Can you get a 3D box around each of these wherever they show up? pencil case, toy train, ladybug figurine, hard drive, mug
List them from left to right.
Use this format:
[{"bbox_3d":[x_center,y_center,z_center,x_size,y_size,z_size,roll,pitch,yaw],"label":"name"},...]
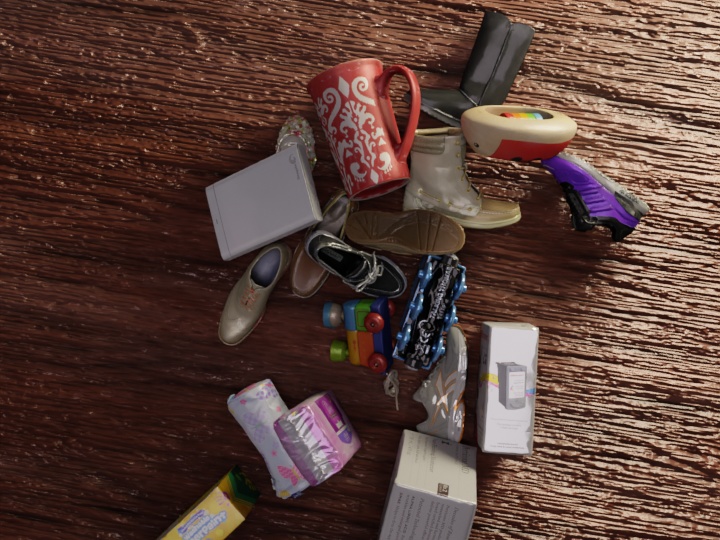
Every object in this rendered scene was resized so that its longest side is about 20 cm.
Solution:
[{"bbox_3d":[-0.163,-0.111,1.587,0.199,0.027,0.133,-21,78,28],"label":"hard drive"},{"bbox_3d":[-0.144,0.283,1.612,0.090,0.083,0.201,-30,89,24],"label":"pencil case"},{"bbox_3d":[0.001,0.144,1.612,0.115,0.085,0.202,1,108,19],"label":"toy train"},{"bbox_3d":[0.012,-0.231,1.544,0.133,0.177,0.202,-13,83,-31],"label":"mug"},{"bbox_3d":[0.114,0.066,1.579,0.086,0.114,0.201,19,92,-5],"label":"toy train"},{"bbox_3d":[0.254,-0.218,1.531,0.198,0.136,0.073,0,113,-14],"label":"ladybug figurine"}]

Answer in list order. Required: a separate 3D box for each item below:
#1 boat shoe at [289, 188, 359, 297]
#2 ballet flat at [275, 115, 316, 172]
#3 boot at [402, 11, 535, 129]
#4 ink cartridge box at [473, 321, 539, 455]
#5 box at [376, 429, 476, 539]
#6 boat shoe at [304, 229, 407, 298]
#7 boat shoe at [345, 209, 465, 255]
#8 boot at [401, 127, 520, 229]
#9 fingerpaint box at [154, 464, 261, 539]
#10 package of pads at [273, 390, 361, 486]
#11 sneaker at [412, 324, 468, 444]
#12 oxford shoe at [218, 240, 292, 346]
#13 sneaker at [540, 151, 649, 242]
[{"bbox_3d":[-0.068,-0.048,1.611,0.072,0.068,0.201,24,92,3],"label":"boat shoe"},{"bbox_3d":[-0.116,-0.165,1.615,0.075,0.064,0.202,6,90,4],"label":"ballet flat"},{"bbox_3d":[0.181,-0.338,1.591,0.164,0.066,0.201,23,98,-10],"label":"boot"},{"bbox_3d":[0.236,0.188,1.557,0.085,0.148,0.202,2,90,2],"label":"ink cartridge box"},{"bbox_3d":[0.102,0.394,1.521,0.130,0.199,0.202,14,106,3],"label":"box"},{"bbox_3d":[0.001,-0.002,1.571,0.199,0.068,0.074,33,97,-28],"label":"boat shoe"},{"bbox_3d":[0.077,-0.062,1.575,0.198,0.065,0.072,9,80,15],"label":"boat shoe"},{"bbox_3d":[0.171,-0.154,1.575,0.198,0.072,0.156,6,111,7],"label":"boot"},{"bbox_3d":[-0.268,0.431,1.578,0.200,0.167,0.073,-43,88,2],"label":"fingerpaint box"},{"bbox_3d":[-0.067,0.267,1.549,0.075,0.200,0.121,-31,85,8],"label":"package of pads"},{"bbox_3d":[0.134,0.190,1.602,0.091,0.076,0.202,4,90,8],"label":"sneaker"},{"bbox_3d":[-0.187,0.037,1.615,0.070,0.074,0.201,28,92,3],"label":"oxford shoe"},{"bbox_3d":[0.372,-0.118,1.585,0.199,0.070,0.100,33,95,3],"label":"sneaker"}]
